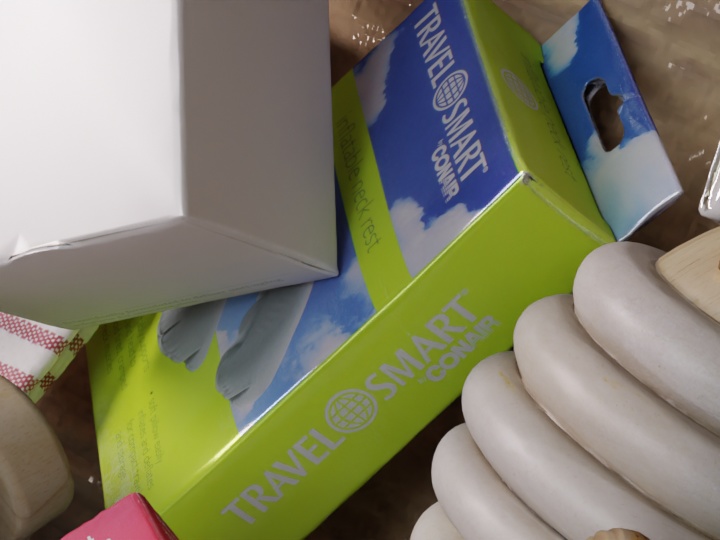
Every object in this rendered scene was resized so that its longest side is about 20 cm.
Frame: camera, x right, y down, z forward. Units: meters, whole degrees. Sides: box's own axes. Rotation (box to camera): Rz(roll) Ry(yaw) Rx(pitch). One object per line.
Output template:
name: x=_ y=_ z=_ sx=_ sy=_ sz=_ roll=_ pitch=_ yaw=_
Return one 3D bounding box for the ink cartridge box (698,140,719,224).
ink cartridge box: x=0.193 y=-0.015 z=0.723 sx=0.145 sy=0.200 sz=0.084 roll=20 pitch=91 yaw=33

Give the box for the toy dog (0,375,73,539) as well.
toy dog: x=-0.179 y=0.025 z=0.874 sx=0.199 sy=0.132 sz=0.097 roll=15 pitch=131 yaw=25

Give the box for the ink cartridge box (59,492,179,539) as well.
ink cartridge box: x=-0.067 y=0.177 z=0.760 sx=0.144 sy=0.085 sz=0.200 roll=-33 pitch=42 yaw=-2

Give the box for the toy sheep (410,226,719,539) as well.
toy sheep: x=0.082 y=0.069 z=0.821 sx=0.138 sy=0.138 sz=0.201 roll=38 pitch=100 yaw=31

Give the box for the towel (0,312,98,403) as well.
towel: x=-0.122 y=-0.029 z=0.977 sx=0.146 sy=0.030 sz=0.200 roll=26 pitch=70 yaw=31

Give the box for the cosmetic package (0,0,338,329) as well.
cosmetic package: x=-0.073 y=-0.092 z=0.878 sx=0.107 sy=0.085 sz=0.201 roll=-10 pitch=75 yaw=32

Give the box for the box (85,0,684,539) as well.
box: x=0.000 y=0.000 z=0.902 sx=0.200 sy=0.048 sz=0.122 roll=-43 pitch=31 yaw=19

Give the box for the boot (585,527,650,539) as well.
boot: x=0.108 y=0.163 z=0.759 sx=0.165 sy=0.072 sz=0.201 roll=15 pitch=124 yaw=4
